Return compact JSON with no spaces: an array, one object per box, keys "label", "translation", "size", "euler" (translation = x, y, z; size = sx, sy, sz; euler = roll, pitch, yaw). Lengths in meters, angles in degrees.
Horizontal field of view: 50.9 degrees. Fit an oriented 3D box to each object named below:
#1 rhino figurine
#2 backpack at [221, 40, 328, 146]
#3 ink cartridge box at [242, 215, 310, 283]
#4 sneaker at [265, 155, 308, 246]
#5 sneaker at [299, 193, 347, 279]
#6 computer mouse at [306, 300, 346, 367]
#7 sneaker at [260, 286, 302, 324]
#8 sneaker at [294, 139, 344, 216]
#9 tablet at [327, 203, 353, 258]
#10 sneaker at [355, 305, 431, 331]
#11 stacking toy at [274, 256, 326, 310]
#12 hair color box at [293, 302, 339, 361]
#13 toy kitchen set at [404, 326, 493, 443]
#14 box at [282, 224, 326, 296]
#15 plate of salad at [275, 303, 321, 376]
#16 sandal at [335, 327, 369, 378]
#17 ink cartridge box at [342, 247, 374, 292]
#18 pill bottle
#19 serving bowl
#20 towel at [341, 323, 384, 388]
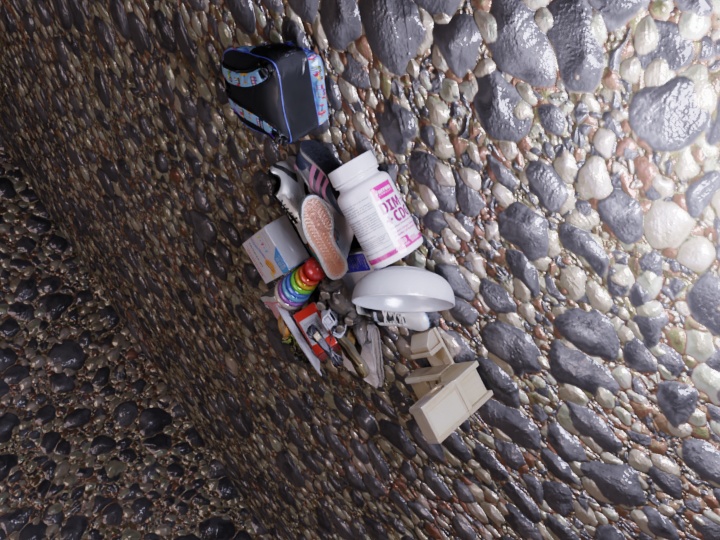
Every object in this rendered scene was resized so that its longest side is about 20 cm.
[{"label":"rhino figurine","translation":[-0.027,0.092,1.677],"size":[0.059,0.088,0.201],"euler":[-20,122,31]},{"label":"backpack","translation":[-0.176,-0.358,1.479],"size":[0.199,0.134,0.185],"euler":[27,138,40]},{"label":"ink cartridge box","translation":[-0.209,-0.042,1.794],"size":[0.116,0.067,0.200],"euler":[59,151,-3]},{"label":"sneaker","translation":[-0.150,-0.146,1.662],"size":[0.073,0.079,0.203],"euler":[-17,94,58]},{"label":"sneaker","translation":[-0.088,-0.077,1.582],"size":[0.080,0.071,0.202],"euler":[46,158,56]},{"label":"computer mouse","translation":[-0.063,0.117,1.704],"size":[0.044,0.201,0.110],"euler":[-31,114,32]},{"label":"sneaker","translation":[-0.198,0.095,1.948],"size":[0.106,0.075,0.200],"euler":[62,168,-10]},{"label":"sneaker","translation":[-0.067,-0.172,1.554],"size":[0.201,0.070,0.082],"euler":[56,141,18]},{"label":"tablet","translation":[-0.060,-0.093,1.635],"size":[0.130,0.014,0.201],"euler":[50,144,29]},{"label":"sneaker","translation":[0.069,0.094,1.600],"size":[0.199,0.072,0.073],"euler":[14,128,48]},{"label":"stacking toy","translation":[-0.129,0.020,1.727],"size":[0.086,0.085,0.200],"euler":[54,146,5]},{"label":"hair color box","translation":[-0.101,0.151,1.823],"size":[0.112,0.063,0.200],"euler":[59,175,9]},{"label":"toy kitchen set","translation":[0.121,0.232,1.543],"size":[0.199,0.180,0.165],"euler":[-20,101,55]},{"label":"box","translation":[-0.138,-0.019,1.823],"size":[0.161,0.044,0.200],"euler":[58,150,-1]},{"label":"plate of salad","translation":[-0.152,0.168,1.776],"size":[0.201,0.048,0.200],"euler":[56,175,8]},{"label":"sandal","translation":[-0.018,0.169,1.741],"size":[0.200,0.054,0.081],"euler":[50,166,49]},{"label":"ink cartridge box","translation":[0.000,0.000,1.650],"size":[0.199,0.037,0.096],"euler":[-5,113,59]},{"label":"pill bottle","translation":[0.026,-0.115,1.430],"size":[0.113,0.113,0.202],"euler":[-19,102,59]},{"label":"serving bowl","translation":[0.083,0.032,1.446],"size":[0.199,0.198,0.067],"euler":[-15,68,58]},{"label":"towel","translation":[-0.002,0.187,1.824],"size":[0.132,0.034,0.202],"euler":[28,139,39]}]
